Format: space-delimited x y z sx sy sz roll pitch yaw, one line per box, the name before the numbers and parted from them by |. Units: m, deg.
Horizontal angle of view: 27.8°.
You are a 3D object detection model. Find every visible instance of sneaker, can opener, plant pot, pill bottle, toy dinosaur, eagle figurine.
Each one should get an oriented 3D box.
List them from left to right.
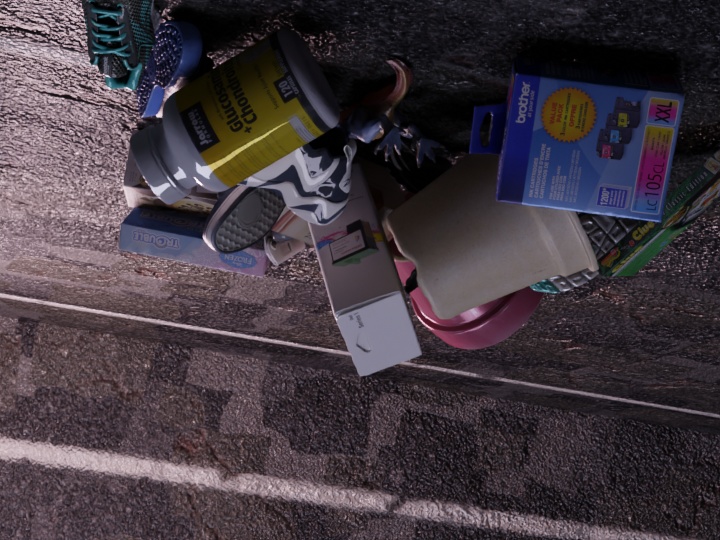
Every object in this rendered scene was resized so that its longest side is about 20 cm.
sneaker | -0.231 -0.232 1.394 0.077 0.092 0.200 5 167 4
sneaker | -0.182 -0.212 1.538 0.077 0.071 0.200 -5 171 -21
sneaker | -0.153 -0.108 1.691 0.145 0.203 0.077 19 143 30
pill bottle | -0.129 -0.150 1.472 0.199 0.113 0.112 -29 159 10
sneaker | -0.091 -0.146 1.570 0.198 0.080 0.130 32 131 9
can opener | -0.065 -0.061 1.940 0.066 0.053 0.200 -11 -166 31
toy dinosaur | 0.020 -0.170 1.631 0.104 0.202 0.181 -5 -152 -28
plant pot | 0.126 -0.023 1.944 0.199 0.201 0.179 -3 148 40
eagle figurine | 0.114 -0.075 1.756 0.198 0.152 0.151 -15 149 -21
plant pot | 0.135 -0.045 1.608 0.183 0.201 0.200 -29 163 3
sneaker | 0.284 -0.043 1.769 0.199 0.078 0.091 -38 175 4

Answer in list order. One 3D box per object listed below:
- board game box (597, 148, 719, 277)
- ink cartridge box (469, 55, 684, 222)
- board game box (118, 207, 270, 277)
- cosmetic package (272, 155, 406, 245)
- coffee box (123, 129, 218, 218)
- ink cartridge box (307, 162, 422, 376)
board game box | 0.356 -0.064 1.639 0.200 0.024 0.105 -45 162 22
ink cartridge box | 0.210 -0.133 1.448 0.198 0.138 0.076 7 -159 4
board game box | -0.209 -0.061 1.998 0.198 0.044 0.199 11 -157 3
cosmetic package | -0.044 -0.093 1.836 0.199 0.088 0.103 18 129 -41
coffee box | -0.205 -0.118 1.914 0.198 0.081 0.113 8 168 -3
ink cartridge box | 0.000 0.000 1.728 0.083 0.201 0.145 -18 144 2
